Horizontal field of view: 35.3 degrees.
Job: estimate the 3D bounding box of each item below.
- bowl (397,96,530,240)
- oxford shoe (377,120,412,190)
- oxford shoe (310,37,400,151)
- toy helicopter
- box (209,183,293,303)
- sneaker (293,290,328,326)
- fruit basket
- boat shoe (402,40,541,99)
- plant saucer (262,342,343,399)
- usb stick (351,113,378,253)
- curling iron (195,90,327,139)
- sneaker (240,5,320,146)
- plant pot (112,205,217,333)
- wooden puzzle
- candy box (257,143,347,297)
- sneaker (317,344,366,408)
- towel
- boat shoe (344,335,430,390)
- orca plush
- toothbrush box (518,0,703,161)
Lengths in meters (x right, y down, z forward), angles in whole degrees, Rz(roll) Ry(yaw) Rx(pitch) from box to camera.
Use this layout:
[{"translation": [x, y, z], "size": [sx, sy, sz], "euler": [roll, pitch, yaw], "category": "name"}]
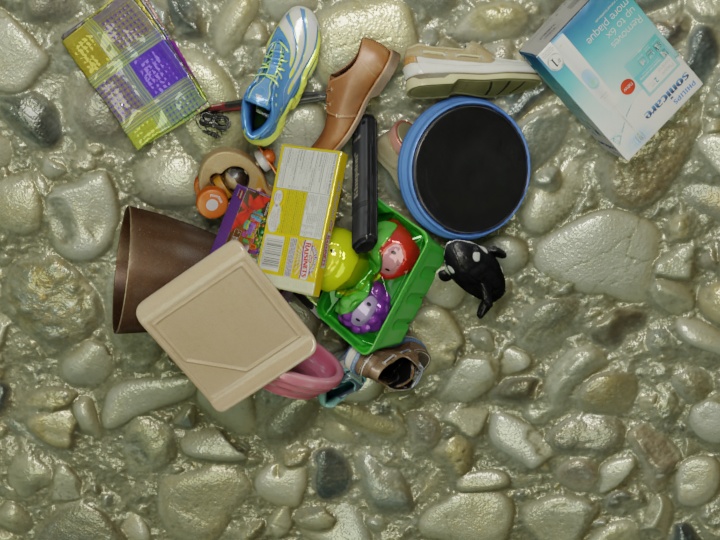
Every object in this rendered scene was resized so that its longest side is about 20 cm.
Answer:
[{"translation": [0.150, -0.143, 1.597], "size": [0.197, 0.039, 0.204], "euler": [-3, 99, -17], "category": "bowl"}, {"translation": [0.098, -0.132, 1.653], "size": [0.073, 0.071, 0.200], "euler": [-28, 112, 41], "category": "oxford shoe"}, {"translation": [-0.026, -0.237, 1.592], "size": [0.071, 0.072, 0.201], "euler": [28, 107, -17], "category": "oxford shoe"}, {"translation": [-0.144, -0.121, 1.674], "size": [0.198, 0.079, 0.133], "euler": [25, 108, -22], "category": "toy helicopter"}, {"translation": [-0.152, -0.007, 1.640], "size": [0.136, 0.039, 0.203], "euler": [19, 94, -34], "category": "box"}, {"translation": [-0.083, -0.003, 1.737], "size": [0.083, 0.072, 0.200], "euler": [-45, 110, -2], "category": "sneaker"}, {"translation": [0.000, 0.000, 1.638], "size": [0.214, 0.155, 0.218], "euler": [-26, 134, -30], "category": "fruit basket"}, {"translation": [0.154, -0.280, 1.552], "size": [0.197, 0.075, 0.070], "euler": [-3, 76, -17], "category": "boat shoe"}, {"translation": [-0.124, 0.137, 1.722], "size": [0.198, 0.201, 0.051], "euler": [22, 103, -8], "category": "plant saucer"}, {"translation": [0.006, -0.122, 1.588], "size": [0.032, 0.203, 0.056], "euler": [7, 156, -15], "category": "usb stick"}, {"translation": [-0.142, -0.231, 1.626], "size": [0.197, 0.026, 0.050], "euler": [-12, 96, 9], "category": "curling iron"}, {"translation": [-0.110, -0.262, 1.548], "size": [0.075, 0.105, 0.203], "euler": [20, 104, 0], "category": "sneaker"}, {"translation": [-0.260, 0.009, 1.693], "size": [0.197, 0.188, 0.189], "euler": [6, 120, -17], "category": "plant pot"}, {"translation": [-0.187, 0.079, 1.588], "size": [0.184, 0.037, 0.201], "euler": [-33, 110, 11], "category": "wooden puzzle"}, {"translation": [-0.084, -0.071, 1.577], "size": [0.101, 0.026, 0.203], "euler": [11, 87, 27], "category": "candy box"}, {"translation": [0.004, 0.147, 1.786], "size": [0.077, 0.087, 0.200], "euler": [36, 114, -15], "category": "sneaker"}, {"translation": [-0.321, -0.285, 1.605], "size": [0.142, 0.023, 0.201], "euler": [-27, 108, 16], "category": "towel"}, {"translation": [0.055, 0.150, 1.732], "size": [0.072, 0.199, 0.073], "euler": [38, 110, 31], "category": "boat shoe"}, {"translation": [0.172, 0.029, 1.666], "size": [0.103, 0.072, 0.201], "euler": [-12, 150, 4], "category": "orca plush"}, {"translation": [0.335, -0.273, 1.521], "size": [0.146, 0.085, 0.200], "euler": [-44, 109, 5], "category": "toothbrush box"}]
